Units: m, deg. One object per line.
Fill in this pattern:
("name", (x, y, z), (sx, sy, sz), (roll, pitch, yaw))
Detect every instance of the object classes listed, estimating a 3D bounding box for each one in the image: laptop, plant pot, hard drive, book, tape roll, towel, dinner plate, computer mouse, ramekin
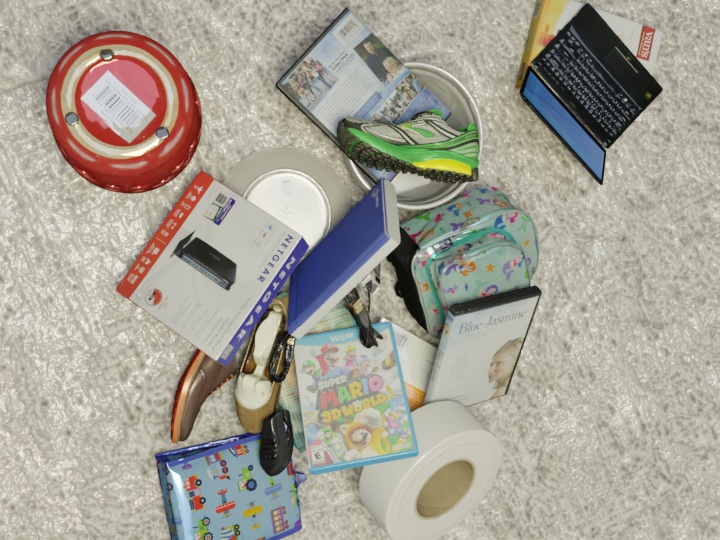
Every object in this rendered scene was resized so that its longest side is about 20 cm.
("laptop", (0.333, -0.255, 1.305), (0.177, 0.103, 0.200), (45, 87, -12))
("plant pot", (-0.301, -0.206, 1.178), (0.199, 0.182, 0.202), (0, 89, -13))
("hard drive", (-0.025, -0.016, 1.201), (0.025, 0.132, 0.200), (32, 121, -24))
("book", (0.038, 0.186, 1.320), (0.133, 0.048, 0.201), (30, 84, -7))
("tape roll", (0.099, 0.281, 1.265), (0.201, 0.071, 0.204), (-21, 130, -26))
("towel", (-0.056, 0.139, 1.290), (0.146, 0.022, 0.201), (-21, 86, -5))
("dinner plate", (-0.107, -0.077, 1.298), (0.198, 0.024, 0.202), (0, 90, -12))
("computer mouse", (-0.103, 0.182, 1.235), (0.034, 0.058, 0.202), (11, 100, 32))
("ramekin", (0.064, -0.183, 1.289), (0.198, 0.105, 0.202), (0, 90, -11))
("computer mouse", (0.000, 0.000, 1.269), (0.044, 0.201, 0.110), (-12, 138, 19))

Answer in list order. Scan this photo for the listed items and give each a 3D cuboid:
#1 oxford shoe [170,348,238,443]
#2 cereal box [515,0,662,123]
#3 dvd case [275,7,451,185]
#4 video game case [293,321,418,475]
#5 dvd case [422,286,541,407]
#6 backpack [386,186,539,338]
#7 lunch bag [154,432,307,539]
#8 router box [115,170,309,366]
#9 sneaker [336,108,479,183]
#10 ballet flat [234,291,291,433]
("oxford shoe", (-0.207, 0.146, 1.258), (0.072, 0.071, 0.201), (21, 86, -15))
("cereal box", (0.345, -0.317, 1.375), (0.199, 0.040, 0.145), (14, 90, -11))
("dvd case", (0.005, -0.227, 1.214), (0.200, 0.018, 0.143), (43, 83, -10))
("video game case", (-0.010, 0.166, 1.222), (0.142, 0.018, 0.201), (-10, 54, -2))
("dvd case", (0.165, 0.114, 1.257), (0.142, 0.018, 0.201), (-12, 133, -26))
("backpack", (0.157, -0.013, 1.280), (0.199, 0.151, 0.178), (-30, 131, -15))
("lunch bag", (-0.167, 0.308, 1.266), (0.199, 0.094, 0.152), (-11, 91, -22))
("router box", (-0.197, -0.005, 1.227), (0.179, 0.049, 0.201), (31, 81, 16))
("sneaker", (0.062, -0.170, 1.188), (0.199, 0.078, 0.086), (9, 83, -21))
("ballet flat", (-0.133, 0.125, 1.245), (0.067, 0.072, 0.201), (18, 89, 11))
